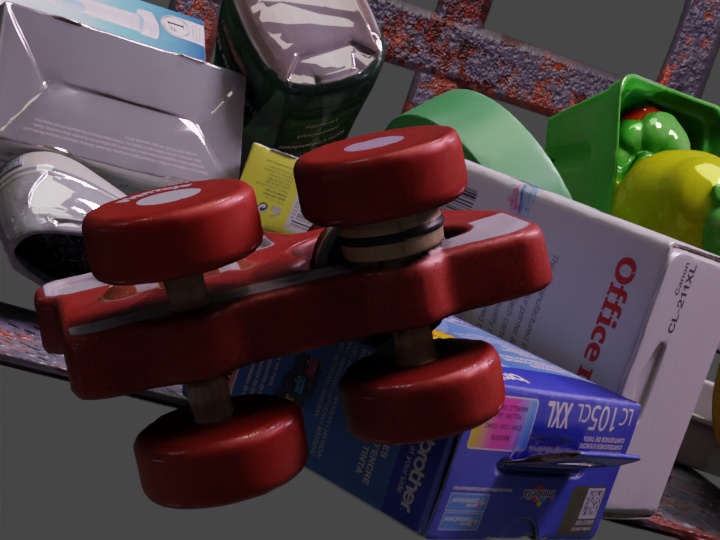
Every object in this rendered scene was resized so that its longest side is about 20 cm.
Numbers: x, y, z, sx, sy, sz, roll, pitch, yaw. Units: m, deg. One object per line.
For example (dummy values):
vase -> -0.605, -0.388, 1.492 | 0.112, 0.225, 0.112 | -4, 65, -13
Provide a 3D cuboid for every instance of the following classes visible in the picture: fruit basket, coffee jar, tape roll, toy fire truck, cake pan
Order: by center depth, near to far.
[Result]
toy fire truck -> -0.032, 0.006, 0.670 | 0.198, 0.113, 0.168 | -15, 14, -11
coffee jar -> -0.051, -0.103, 1.022 | 0.085, 0.105, 0.200 | -18, -23, -21
cake pan -> 0.232, 0.104, 1.141 | 0.198, 0.037, 0.200 | 18, 7, -2
tape roll -> 0.087, -0.027, 1.165 | 0.048, 0.202, 0.200 | -28, 29, -21
fruit basket -> 0.223, -0.035, 1.179 | 0.155, 0.218, 0.215 | 12, 10, -41

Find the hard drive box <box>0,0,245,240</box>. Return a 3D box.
hard drive box -> -0.185, -0.074, 0.961 | 0.155, 0.078, 0.199 | 14, -18, -36

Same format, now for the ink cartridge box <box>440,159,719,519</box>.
ink cartridge box -> 0.088, 0.030, 0.892 | 0.199, 0.147, 0.082 | 25, 8, 41

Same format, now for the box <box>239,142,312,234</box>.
box -> -0.032, -0.010, 0.993 | 0.075, 0.051, 0.200 | 20, -16, 6

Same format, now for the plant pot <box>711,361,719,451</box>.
plant pot -> 0.291, 0.079, 0.985 | 0.198, 0.202, 0.142 | 16, -19, -17

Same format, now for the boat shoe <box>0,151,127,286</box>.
boat shoe -> -0.113, 0.009, 0.884 | 0.200, 0.070, 0.072 | 28, 31, -35

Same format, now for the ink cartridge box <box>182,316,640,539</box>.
ink cartridge box -> 0.034, 0.067, 0.770 | 0.199, 0.077, 0.136 | 27, 11, 41

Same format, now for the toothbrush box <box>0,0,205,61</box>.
toothbrush box -> -0.212, -0.129, 1.141 | 0.198, 0.085, 0.147 | 15, 44, -25
